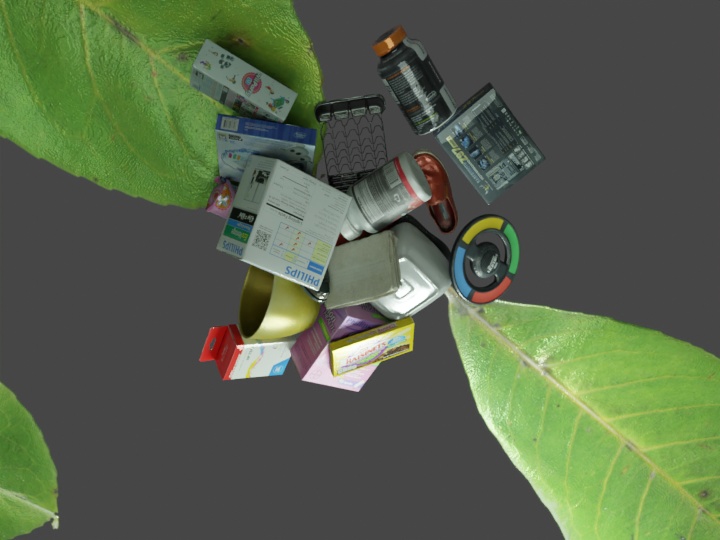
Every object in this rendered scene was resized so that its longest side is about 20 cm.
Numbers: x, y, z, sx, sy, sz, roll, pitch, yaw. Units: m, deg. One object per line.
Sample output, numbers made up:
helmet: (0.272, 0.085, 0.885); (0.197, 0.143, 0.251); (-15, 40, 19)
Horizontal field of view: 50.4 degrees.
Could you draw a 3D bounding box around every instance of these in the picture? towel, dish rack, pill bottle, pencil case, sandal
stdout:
towel: (0.000, 0.000, 1.612); (0.197, 0.034, 0.136); (-14, 75, 35)
dish rack: (-0.011, -0.256, 1.606); (0.149, 0.055, 0.204); (-7, 118, 4)
pill bottle: (0.039, -0.147, 1.574); (0.198, 0.111, 0.111); (-31, 113, 18)
pencil case: (-0.235, -0.122, 1.638); (0.198, 0.088, 0.088); (31, 113, -24)
pill bottle: (0.102, -0.380, 1.514); (0.105, 0.107, 0.202); (-30, 113, 14)
sandal: (0.139, -0.054, 1.702); (0.076, 0.048, 0.201); (-49, 118, -11)

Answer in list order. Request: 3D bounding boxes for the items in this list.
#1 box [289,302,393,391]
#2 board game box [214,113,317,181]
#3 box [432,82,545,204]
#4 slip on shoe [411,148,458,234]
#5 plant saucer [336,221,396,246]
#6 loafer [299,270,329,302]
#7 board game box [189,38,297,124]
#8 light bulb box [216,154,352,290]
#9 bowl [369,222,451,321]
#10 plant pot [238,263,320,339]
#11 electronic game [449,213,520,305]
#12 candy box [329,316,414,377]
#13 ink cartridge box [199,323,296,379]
box: (-0.032, 0.162, 1.750); (0.174, 0.097, 0.202); (18, 117, -38)
board game box: (-0.192, -0.234, 1.554); (0.195, 0.044, 0.200); (9, 157, -5)
box: (0.269, -0.264, 1.604); (0.157, 0.051, 0.200); (-38, 111, 16)
slip on shoe: (0.163, -0.168, 1.646); (0.073, 0.062, 0.203); (-19, 114, 11)
plant saucer: (0.002, -0.058, 1.691); (0.194, 0.037, 0.204); (-6, 117, 3)
loafer: (-0.110, -0.023, 1.641); (0.071, 0.202, 0.063); (11, 128, -39)
board game box: (-0.232, -0.356, 1.499); (0.197, 0.147, 0.065); (29, 84, -13)
light bulb box: (-0.150, -0.094, 1.516); (0.196, 0.124, 0.204); (23, 87, -36)
bowl: (0.088, 0.020, 1.663); (0.198, 0.075, 0.200); (-34, 120, 24)
plant pot: (-0.170, 0.064, 1.700); (0.139, 0.201, 0.203); (15, 117, -27)
electronic game: (0.276, -0.023, 1.685); (0.196, 0.041, 0.205); (-9, 107, -30)
candy box: (0.026, 0.170, 1.696); (0.196, 0.027, 0.104); (-18, 138, -14)
ink cartridge box: (-0.258, 0.185, 1.753); (0.196, 0.068, 0.118); (-1, 132, -35)
